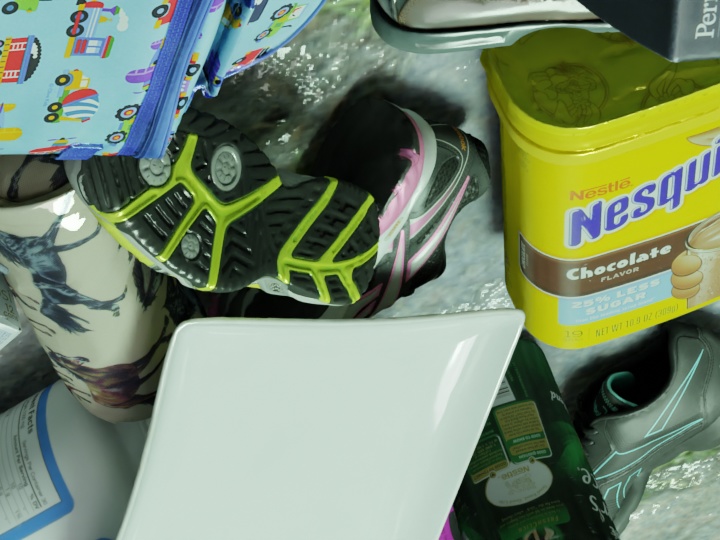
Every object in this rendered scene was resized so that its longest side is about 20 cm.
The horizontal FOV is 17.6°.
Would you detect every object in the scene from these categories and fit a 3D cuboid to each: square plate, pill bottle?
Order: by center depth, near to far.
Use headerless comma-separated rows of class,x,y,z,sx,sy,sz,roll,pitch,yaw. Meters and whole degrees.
square plate,-0.032,0.096,1.170,0.197,0.028,0.201,-1,126,-30
pill bottle,-0.154,0.119,1.229,0.199,0.113,0.112,-29,144,16

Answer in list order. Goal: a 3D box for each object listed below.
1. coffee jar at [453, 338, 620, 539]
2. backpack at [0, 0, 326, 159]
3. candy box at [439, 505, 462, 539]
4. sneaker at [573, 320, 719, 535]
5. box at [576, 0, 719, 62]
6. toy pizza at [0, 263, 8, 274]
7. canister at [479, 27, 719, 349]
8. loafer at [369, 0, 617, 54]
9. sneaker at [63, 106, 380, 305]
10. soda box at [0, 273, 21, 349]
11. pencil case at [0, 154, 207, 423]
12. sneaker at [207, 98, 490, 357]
coffee jar,0.098,0.144,1.311,0.085,0.201,0.105,-18,146,-1
backpack,-0.088,-0.133,0.910,0.199,0.135,0.183,0,142,-30
candy box,-0.031,0.210,1.277,0.199,0.061,0.137,-21,106,-27
sneaker,0.150,0.101,1.406,0.079,0.076,0.200,31,114,-35
box,0.198,-0.176,0.969,0.198,0.104,0.149,-8,115,-19
toy pizza,-0.225,-0.055,0.928,0.200,0.200,0.032,34,83,-49
canister,0.139,-0.056,1.161,0.148,0.087,0.201,-20,147,-8
loafer,0.101,-0.147,1.040,0.198,0.072,0.063,-13,139,-6
sneaker,-0.072,-0.024,1.040,0.076,0.076,0.200,6,168,34
soda box,-0.256,0.051,1.129,0.200,0.068,0.063,-39,141,24
pencil case,-0.130,-0.014,1.098,0.077,0.090,0.200,5,148,15
sneaker,0.000,0.000,1.180,0.086,0.081,0.200,5,141,-39
